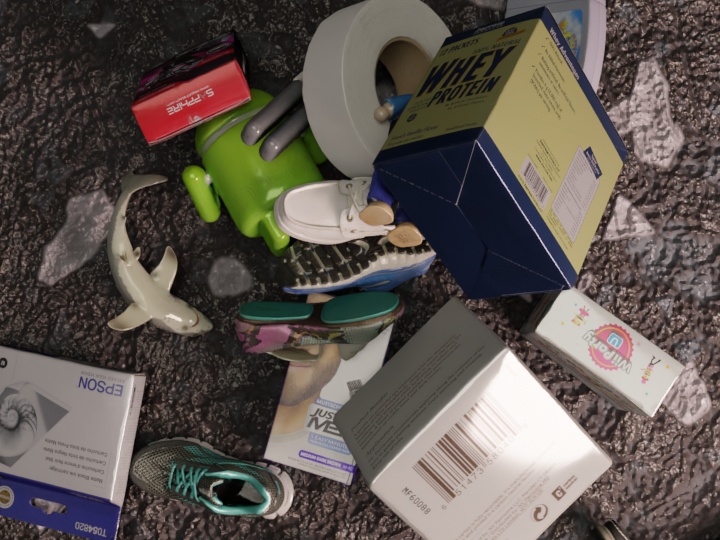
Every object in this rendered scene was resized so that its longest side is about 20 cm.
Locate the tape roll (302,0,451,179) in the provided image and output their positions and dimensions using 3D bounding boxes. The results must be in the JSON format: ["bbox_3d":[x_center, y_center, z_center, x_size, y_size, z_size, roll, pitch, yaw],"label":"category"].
[{"bbox_3d":[0.031,-0.200,1.209,0.070,0.200,0.207,-5,85,47],"label":"tape roll"}]

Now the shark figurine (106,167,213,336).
[{"bbox_3d":[-0.271,-0.008,1.280,0.127,0.089,0.218,-22,94,-31],"label":"shark figurine"}]

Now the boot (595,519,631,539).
[{"bbox_3d":[0.376,0.326,1.216,0.153,0.073,0.204,-41,89,-2],"label":"boot"}]

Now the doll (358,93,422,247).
[{"bbox_3d":[0.066,-0.123,1.152,0.136,0.048,0.202,34,60,-22],"label":"doll"}]

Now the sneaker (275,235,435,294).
[{"bbox_3d":[0.000,0.000,1.239,0.196,0.090,0.079,-11,53,-15],"label":"sneaker"}]

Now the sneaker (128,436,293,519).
[{"bbox_3d":[-0.176,0.240,1.248,0.196,0.091,0.079,9,86,4],"label":"sneaker"}]

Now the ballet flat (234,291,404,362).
[{"bbox_3d":[-0.043,0.067,1.204,0.196,0.069,0.072,-5,116,13],"label":"ballet flat"}]

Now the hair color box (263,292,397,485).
[{"bbox_3d":[-0.033,0.134,1.259,0.107,0.065,0.204,15,86,6],"label":"hair color box"}]

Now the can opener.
[{"bbox_3d":[-0.063,-0.194,1.210,0.052,0.067,0.200,39,49,1],"label":"can opener"}]

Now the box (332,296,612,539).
[{"bbox_3d":[0.115,0.181,1.160,0.199,0.171,0.200,-44,113,1],"label":"box"}]

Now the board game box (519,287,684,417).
[{"bbox_3d":[0.253,0.086,1.172,0.147,0.200,0.065,36,89,5],"label":"board game box"}]

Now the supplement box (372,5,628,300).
[{"bbox_3d":[0.149,-0.115,1.104,0.201,0.133,0.201,52,51,-29],"label":"supplement box"}]

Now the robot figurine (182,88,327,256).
[{"bbox_3d":[-0.116,-0.121,1.248,0.174,0.116,0.202,-29,78,-9],"label":"robot figurine"}]

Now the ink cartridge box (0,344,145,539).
[{"bbox_3d":[-0.361,0.203,1.270,0.196,0.041,0.204,9,87,16],"label":"ink cartridge box"}]

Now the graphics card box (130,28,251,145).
[{"bbox_3d":[-0.187,-0.211,1.223,0.124,0.201,0.051,-24,112,4],"label":"graphics card box"}]

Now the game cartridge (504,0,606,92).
[{"bbox_3d":[0.216,-0.242,1.238,0.132,0.040,0.204,5,86,45],"label":"game cartridge"}]

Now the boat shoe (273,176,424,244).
[{"bbox_3d":[0.006,-0.072,1.173,0.196,0.069,0.072,-2,76,-18],"label":"boat shoe"}]
